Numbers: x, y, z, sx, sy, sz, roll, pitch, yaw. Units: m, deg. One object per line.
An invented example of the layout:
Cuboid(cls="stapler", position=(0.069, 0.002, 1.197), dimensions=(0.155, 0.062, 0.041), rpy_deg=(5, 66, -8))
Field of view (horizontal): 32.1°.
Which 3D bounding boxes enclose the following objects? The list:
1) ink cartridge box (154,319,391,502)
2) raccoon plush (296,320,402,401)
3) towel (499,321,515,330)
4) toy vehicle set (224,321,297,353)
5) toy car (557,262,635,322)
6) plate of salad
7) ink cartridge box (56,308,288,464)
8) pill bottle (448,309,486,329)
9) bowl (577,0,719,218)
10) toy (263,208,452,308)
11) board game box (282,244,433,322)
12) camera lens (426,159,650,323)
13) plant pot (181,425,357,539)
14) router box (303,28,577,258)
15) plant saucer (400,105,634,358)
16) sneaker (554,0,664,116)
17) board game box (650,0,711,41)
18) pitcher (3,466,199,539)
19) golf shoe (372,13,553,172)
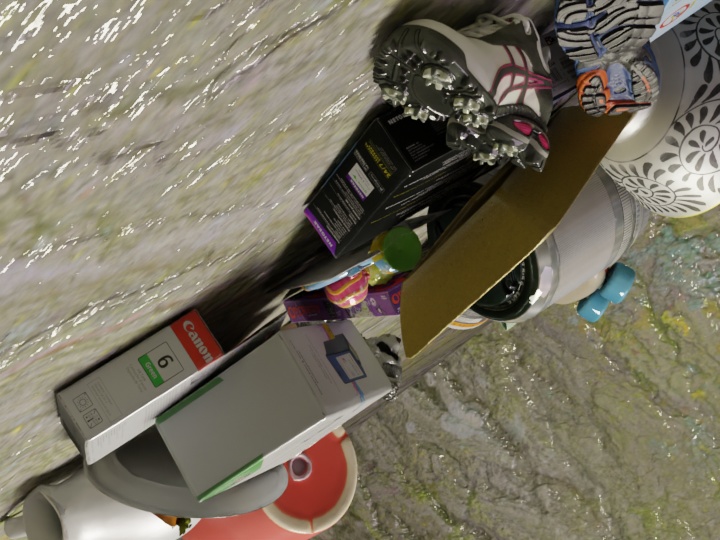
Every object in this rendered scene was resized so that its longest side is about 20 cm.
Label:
Cuboid(cls="ink cartridge box", position=(-0.072, 0.122, 1.134), dimensions=(0.145, 0.088, 0.200), rpy_deg=(-35, 169, 16))
Cuboid(cls="raccoon plush", position=(-0.045, 0.124, 1.424), dimensions=(0.199, 0.135, 0.097), rpy_deg=(-37, 172, 10))
Cuboid(cls="towel", position=(0.195, -0.051, 1.372), dimensions=(0.199, 0.154, 0.023), rpy_deg=(-32, -176, -27))
Cuboid(cls="toy vehicle set", position=(-0.158, 0.112, 1.228), dimensions=(0.124, 0.027, 0.199), rpy_deg=(-31, 176, 38))
Cuboid(cls="toy car", position=(0.350, -0.059, 1.996), dimensions=(0.202, 0.183, 0.177), rpy_deg=(-63, -178, -24))
Cuboid(cls="plate of salad", position=(-0.169, 0.200, 1.211), dimensions=(0.199, 0.198, 0.049), rpy_deg=(-20, 121, -59))
Cuboid(cls="ink cartridge box", position=(-0.160, 0.083, 1.065), dimensions=(0.199, 0.051, 0.109), rpy_deg=(-33, 171, -20))
Cuboid(cls="pill bottle", position=(0.149, -0.018, 1.477), dimensions=(0.116, 0.117, 0.200), rpy_deg=(-29, 170, -31))
Cuboid(cls="bowl", position=(0.247, -0.151, 1.063), dimensions=(0.093, 0.203, 0.201), rpy_deg=(7, 148, -30))
Cuboid(cls="toy", position=(0.000, 0.000, 1.089), dimensions=(0.114, 0.048, 0.200), rpy_deg=(-31, -177, -23))
Cuboid(cls="board game box", position=(0.021, 0.011, 1.203), dimensions=(0.119, 0.033, 0.199), rpy_deg=(-34, -166, -29))
Cuboid(cls="camera lens", position=(0.177, -0.052, 1.252), dimensions=(0.199, 0.161, 0.160), rpy_deg=(-29, 169, -34))
Cuboid(cls="plant pot", position=(-0.107, 0.235, 1.446), dimensions=(0.199, 0.202, 0.177), rpy_deg=(-29, -176, -35))
Cuboid(cls="router box", position=(0.066, -0.098, 0.960), dimensions=(0.199, 0.051, 0.149), rpy_deg=(-30, 171, -33))
Cuboid(cls="plant saucer", position=(0.114, -0.044, 1.004), dimensions=(0.200, 0.048, 0.200), rpy_deg=(-46, -177, 45))
Cuboid(cls="sneaker", position=(0.166, -0.182, 0.865), dimensions=(0.074, 0.079, 0.200), rpy_deg=(-11, 157, 6))
Cuboid(cls="board game box", position=(0.279, -0.265, 0.876), dimensions=(0.195, 0.056, 0.200), rpy_deg=(-34, 171, -10))
Cuboid(cls="pitcher", position=(-0.273, 0.249, 1.354), dimensions=(0.198, 0.123, 0.171), rpy_deg=(-14, 180, -40))
Cuboid(cls="golf shoe", position=(0.070, -0.130, 0.797), dimensions=(0.200, 0.076, 0.089), rpy_deg=(23, 81, -63))
